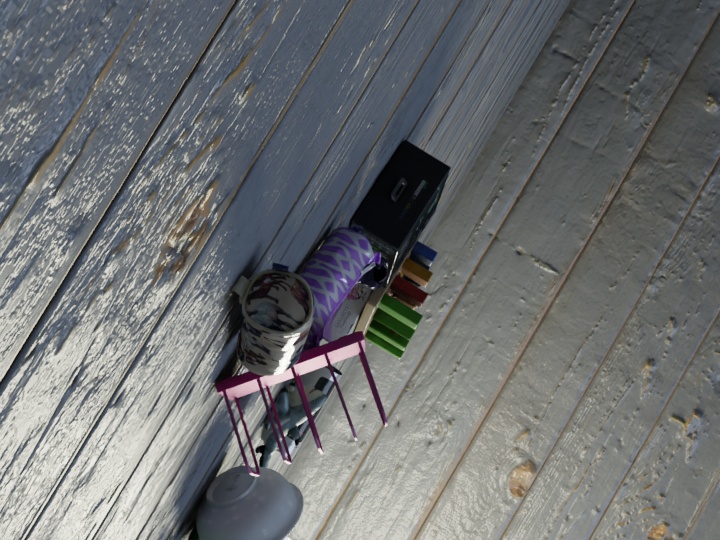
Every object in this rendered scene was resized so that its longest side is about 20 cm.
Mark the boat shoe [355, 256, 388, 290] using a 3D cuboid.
[{"bbox_3d":[0.000,0.000,1.678,0.200,0.092,0.076,-24,128,-80],"label":"boat shoe"}]

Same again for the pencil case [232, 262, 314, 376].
[{"bbox_3d":[-0.102,0.061,1.223,0.078,0.089,0.200,-50,173,-20],"label":"pencil case"}]

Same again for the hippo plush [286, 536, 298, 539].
[{"bbox_3d":[-0.231,0.669,2.784,0.160,0.198,0.162,-100,-152,-65],"label":"hippo plush"}]

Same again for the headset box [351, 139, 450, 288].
[{"bbox_3d":[0.059,-0.093,1.781,0.175,0.092,0.200,-57,174,-18],"label":"headset box"}]

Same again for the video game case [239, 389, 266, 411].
[{"bbox_3d":[-0.119,0.110,1.653,0.201,0.018,0.143,-62,173,18],"label":"video game case"}]

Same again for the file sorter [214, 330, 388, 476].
[{"bbox_3d":[-0.070,0.179,1.411,0.198,0.127,0.139,-19,170,-3],"label":"file sorter"}]

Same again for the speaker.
[{"bbox_3d":[-0.120,0.277,2.195,0.201,0.081,0.081,-59,174,2],"label":"speaker"}]

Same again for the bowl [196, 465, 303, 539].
[{"bbox_3d":[-0.204,0.400,1.838,0.201,0.199,0.091,-53,127,-46],"label":"bowl"}]

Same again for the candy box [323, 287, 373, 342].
[{"bbox_3d":[-0.011,0.044,1.988,0.169,0.071,0.200,-60,175,7],"label":"candy box"}]

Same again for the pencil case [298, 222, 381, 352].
[{"bbox_3d":[-0.049,0.026,1.498,0.201,0.085,0.084,-54,165,-38],"label":"pencil case"}]

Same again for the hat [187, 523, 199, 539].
[{"bbox_3d":[-0.302,0.483,1.902,0.166,0.175,0.202,-44,-132,33],"label":"hat"}]

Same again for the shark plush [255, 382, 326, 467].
[{"bbox_3d":[-0.148,0.309,2.091,0.201,0.083,0.091,-59,175,-7],"label":"shark plush"}]

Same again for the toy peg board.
[{"bbox_3d":[0.080,0.052,1.967,0.200,0.097,0.201,-57,174,-30],"label":"toy peg board"}]
